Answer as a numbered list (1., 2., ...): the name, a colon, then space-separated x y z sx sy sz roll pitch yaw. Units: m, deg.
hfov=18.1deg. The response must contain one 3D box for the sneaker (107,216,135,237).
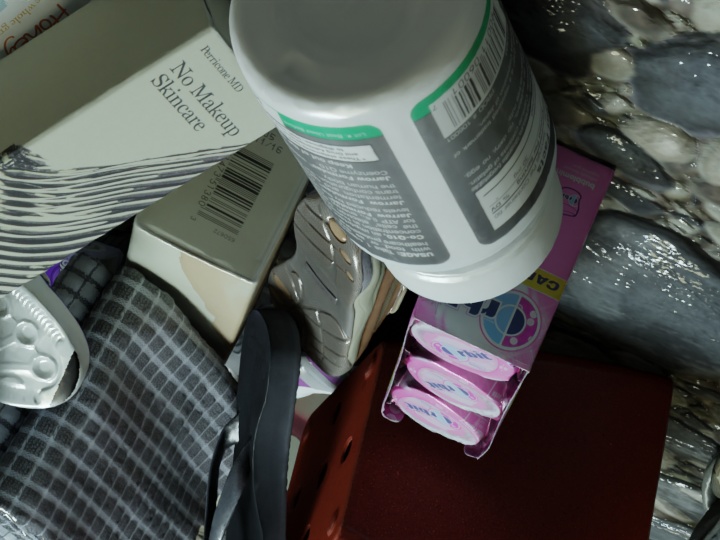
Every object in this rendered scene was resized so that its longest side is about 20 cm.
1. sneaker: -0.203 -0.094 1.310 0.145 0.077 0.202 26 172 27

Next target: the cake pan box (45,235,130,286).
1. cake pan box: -0.185 0.064 1.444 0.052 0.202 0.184 19 -173 8

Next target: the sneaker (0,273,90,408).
1. sneaker: -0.214 -0.009 1.273 0.199 0.081 0.146 31 -158 8

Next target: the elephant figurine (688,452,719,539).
1. elephant figurine: 0.249 0.181 1.408 0.200 0.154 0.142 -126 13 -75

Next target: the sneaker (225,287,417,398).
1. sneaker: -0.019 0.034 1.428 0.198 0.078 0.140 11 158 11

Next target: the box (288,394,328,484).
1. box: -0.080 0.131 1.705 0.199 0.110 0.128 32 161 -18

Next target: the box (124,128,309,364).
1. box: -0.087 -0.020 1.323 0.077 0.096 0.200 26 163 -1

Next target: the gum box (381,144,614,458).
1. gum box: 0.067 0.017 1.188 0.066 0.114 0.200 23 162 3

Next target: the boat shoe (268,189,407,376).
1. boat shoe: 0.000 0.000 1.281 0.076 0.072 0.200 53 159 10

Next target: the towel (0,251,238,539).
1. towel: -0.143 0.107 1.334 0.085 0.166 0.200 17 159 31

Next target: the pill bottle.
1. pill bottle: 0.024 -0.070 1.007 0.112 0.114 0.200 16 159 25

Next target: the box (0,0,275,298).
1. box: -0.140 -0.067 1.110 0.199 0.069 0.082 -31 137 13

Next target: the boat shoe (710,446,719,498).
1. boat shoe: 0.237 0.086 1.226 0.073 0.076 0.200 18 162 10

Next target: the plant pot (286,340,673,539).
1. plant pot: 0.053 0.152 1.356 0.175 0.201 0.200 23 148 -13

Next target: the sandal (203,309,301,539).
1. sandal: -0.071 0.120 1.325 0.042 0.202 0.076 0 -167 -20

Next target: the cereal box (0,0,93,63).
1. cereal box: -0.175 -0.104 1.145 0.200 0.144 0.040 43 -165 -43
